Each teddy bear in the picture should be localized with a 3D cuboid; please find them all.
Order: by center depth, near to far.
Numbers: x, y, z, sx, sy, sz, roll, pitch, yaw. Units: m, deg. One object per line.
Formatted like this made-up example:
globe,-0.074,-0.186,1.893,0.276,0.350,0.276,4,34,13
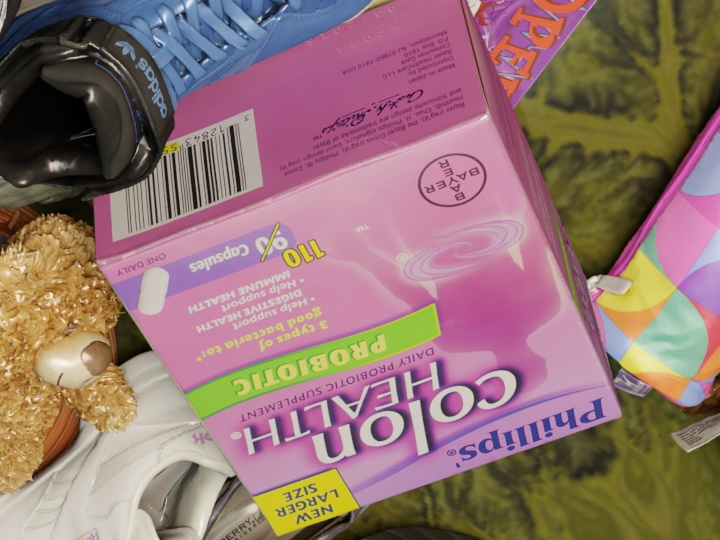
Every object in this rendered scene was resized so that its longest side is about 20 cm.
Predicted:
teddy bear,-0.171,0.065,0.997,0.199,0.067,0.145,-37,140,14

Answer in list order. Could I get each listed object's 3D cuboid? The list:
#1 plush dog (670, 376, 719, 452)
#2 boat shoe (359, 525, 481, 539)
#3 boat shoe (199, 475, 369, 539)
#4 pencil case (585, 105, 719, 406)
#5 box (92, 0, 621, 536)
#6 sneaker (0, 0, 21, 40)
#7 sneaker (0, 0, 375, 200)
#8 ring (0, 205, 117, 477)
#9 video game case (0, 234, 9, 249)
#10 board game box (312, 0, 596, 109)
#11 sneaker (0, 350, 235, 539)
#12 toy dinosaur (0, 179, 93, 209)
plush dog,0.249,0.125,1.071,0.160,0.200,0.173,-12,106,39
boat shoe,0.002,0.182,1.094,0.198,0.076,0.074,0,130,-34
boat shoe,-0.018,0.098,1.087,0.200,0.065,0.072,-41,106,13
pencil case,0.181,-0.028,1.036,0.088,0.089,0.201,31,106,-14
box,0.000,0.000,0.960,0.174,0.097,0.201,-20,134,9
sneaker,-0.202,-0.091,0.886,0.075,0.114,0.200,38,108,-16
sneaker,-0.071,-0.091,0.868,0.198,0.112,0.077,-17,122,17
ring,-0.222,0.047,1.084,0.198,0.019,0.202,-1,113,-2
video game case,-0.287,0.025,1.039,0.181,0.046,0.200,34,107,-16
board game box,0.012,-0.090,0.962,0.119,0.032,0.200,15,130,-28
sneaker,-0.134,0.134,1.076,0.075,0.100,0.200,22,113,-40
toy dinosaur,-0.164,-0.046,0.971,0.087,0.200,0.048,5,96,14
